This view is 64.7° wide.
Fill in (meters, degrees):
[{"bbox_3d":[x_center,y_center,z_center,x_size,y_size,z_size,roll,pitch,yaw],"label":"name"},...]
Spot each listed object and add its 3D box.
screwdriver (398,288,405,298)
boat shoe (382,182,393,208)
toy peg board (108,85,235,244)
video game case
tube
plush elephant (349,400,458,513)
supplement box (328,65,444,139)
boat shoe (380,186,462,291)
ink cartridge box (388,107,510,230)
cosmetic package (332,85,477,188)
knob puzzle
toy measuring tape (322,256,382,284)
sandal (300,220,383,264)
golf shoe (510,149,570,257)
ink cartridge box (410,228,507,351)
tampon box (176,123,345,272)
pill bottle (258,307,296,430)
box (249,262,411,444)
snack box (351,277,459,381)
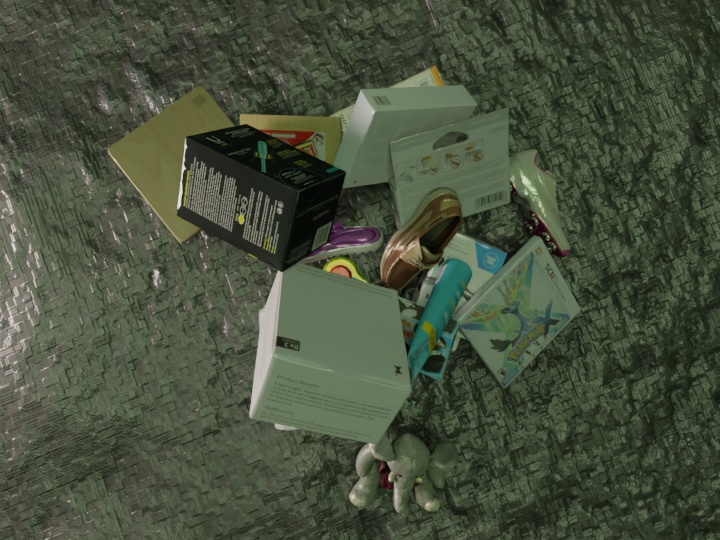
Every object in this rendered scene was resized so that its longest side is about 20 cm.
[{"bbox_3d":[0.048,0.117,1.017,0.027,0.029,0.205,14,88,1],"label":"screwdriver"},{"bbox_3d":[0.090,-0.126,1.003,0.196,0.074,0.069,27,95,-14],"label":"boat shoe"},{"bbox_3d":[-0.296,-0.177,1.011,0.198,0.098,0.201,-40,90,-16],"label":"toy peg board"},{"bbox_3d":[0.271,0.074,0.968,0.200,0.022,0.183,-43,118,-5],"label":"video game case"},{"bbox_3d":[0.114,0.070,0.864,0.049,0.078,0.202,12,53,27],"label":"tube"},{"bbox_3d":[0.073,0.325,0.946,0.160,0.155,0.205,10,89,1],"label":"plush elephant"},{"bbox_3d":[0.049,-0.258,0.979,0.196,0.126,0.075,-25,90,1],"label":"supplement box"},{"bbox_3d":[0.096,-0.038,0.918,0.074,0.073,0.202,13,125,-28],"label":"boat shoe"},{"bbox_3d":[0.142,-0.161,0.910,0.195,0.044,0.176,-17,129,-4],"label":"ink cartridge box"},{"bbox_3d":[0.067,-0.208,0.883,0.196,0.152,0.052,-13,58,-32],"label":"cosmetic package"},{"bbox_3d":[-0.112,-0.154,0.952,0.214,0.030,0.225,4,107,12],"label":"knob puzzle"},{"bbox_3d":[0.000,0.000,1.002,0.195,0.074,0.075,-17,88,-2],"label":"toy measuring tape"},{"bbox_3d":[-0.059,-0.061,0.996,0.197,0.083,0.051,-9,130,-5],"label":"sandal"},{"bbox_3d":[0.321,-0.122,0.998,0.091,0.075,0.202,-33,89,-3],"label":"golf shoe"},{"bbox_3d":[0.157,0.039,0.978,0.113,0.067,0.204,21,99,-4],"label":"ink cartridge box"},{"bbox_3d":[-0.149,-0.116,0.854,0.197,0.150,0.129,27,119,17],"label":"tampon box"},{"bbox_3d":[-0.117,0.164,0.977,0.108,0.111,0.206,-3,88,1],"label":"pill bottle"},{"bbox_3d":[-0.045,0.115,0.826,0.195,0.202,0.132,16,126,-15],"label":"box"},{"bbox_3d":[0.060,0.099,0.957,0.196,0.037,0.118,22,133,15],"label":"snack box"}]
